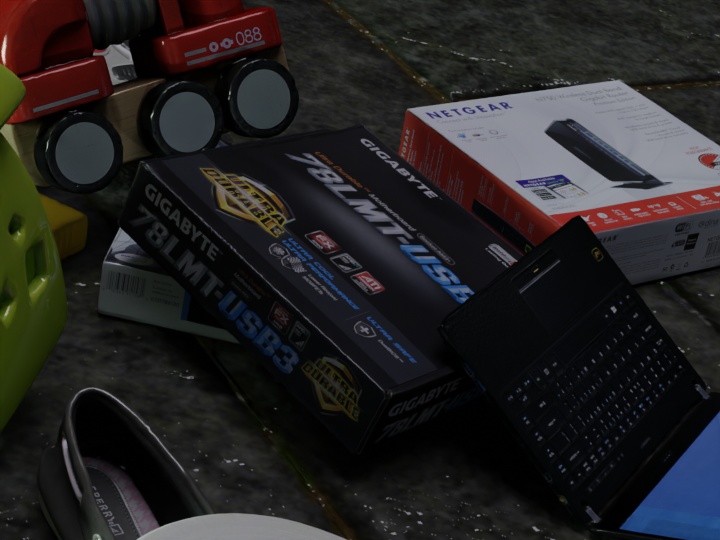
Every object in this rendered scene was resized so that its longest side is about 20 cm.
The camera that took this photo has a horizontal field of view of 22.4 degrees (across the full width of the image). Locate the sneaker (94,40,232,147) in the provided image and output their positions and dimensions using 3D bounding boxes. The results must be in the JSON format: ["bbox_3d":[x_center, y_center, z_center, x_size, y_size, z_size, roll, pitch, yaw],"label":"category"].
[{"bbox_3d":[-0.176,-0.106,1.162,0.199,0.084,0.081,12,40,-32],"label":"sneaker"}]

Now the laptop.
[{"bbox_3d":[0.169,0.056,0.960,0.200,0.103,0.177,54,37,2],"label":"laptop"}]

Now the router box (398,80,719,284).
[{"bbox_3d":[0.154,-0.059,1.220,0.199,0.049,0.179,-11,37,-35],"label":"router box"}]

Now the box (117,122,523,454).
[{"bbox_3d":[0.000,0.000,1.010,0.200,0.050,0.198,42,34,25],"label":"box"}]

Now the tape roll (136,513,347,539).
[{"bbox_3d":[-0.022,0.180,0.693,0.202,0.037,0.203,22,32,-15],"label":"tape roll"}]

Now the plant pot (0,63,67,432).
[{"bbox_3d":[-0.259,-0.010,0.810,0.199,0.182,0.199,16,43,11],"label":"plant pot"}]

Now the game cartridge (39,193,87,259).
[{"bbox_3d":[-0.279,-0.018,1.013,0.175,0.033,0.200,23,29,19],"label":"game cartridge"}]

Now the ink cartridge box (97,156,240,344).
[{"bbox_3d":[-0.087,-0.028,1.089,0.099,0.039,0.200,11,29,0],"label":"ink cartridge box"}]

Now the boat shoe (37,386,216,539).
[{"bbox_3d":[-0.089,0.125,0.799,0.067,0.057,0.200,-9,35,-32],"label":"boat shoe"}]

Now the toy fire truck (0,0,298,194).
[{"bbox_3d":[-0.135,-0.158,1.036,0.175,0.201,0.128,-19,14,-24],"label":"toy fire truck"}]
